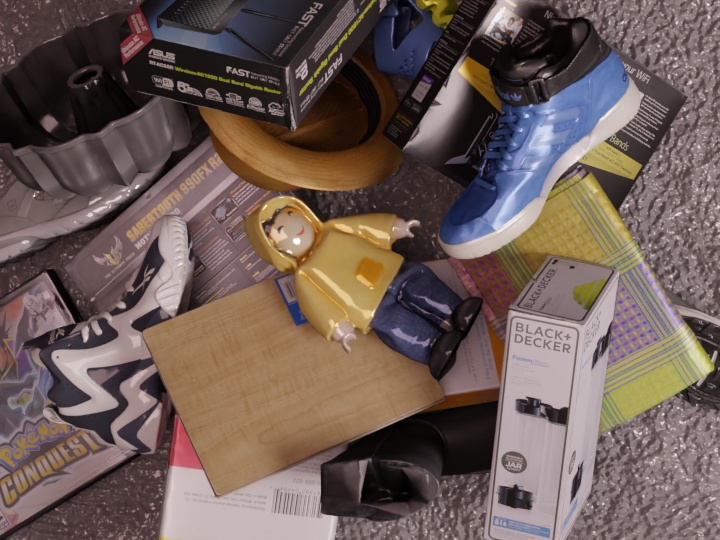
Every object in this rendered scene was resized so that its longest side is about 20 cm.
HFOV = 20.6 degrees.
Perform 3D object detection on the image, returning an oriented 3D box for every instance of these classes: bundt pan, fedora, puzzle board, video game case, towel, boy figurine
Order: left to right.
[{"bbox_3d":[-0.308,0.127,1.735,0.200,0.025,0.181,-32,85,10],"label":"video game case"},{"bbox_3d":[-0.214,-0.132,1.642,0.201,0.202,0.076,-15,126,11],"label":"bundt pan"},{"bbox_3d":[-0.059,-0.124,1.627,0.201,0.200,0.082,47,135,6],"label":"fedora"},{"bbox_3d":[-0.053,0.077,1.576,0.199,0.017,0.151,-22,69,-13],"label":"puzzle board"},{"bbox_3d":[0.000,0.000,1.570,0.200,0.064,0.125,33,71,7],"label":"boy figurine"},{"bbox_3d":[0.172,0.026,1.564,0.143,0.023,0.200,-31,97,28],"label":"towel"}]

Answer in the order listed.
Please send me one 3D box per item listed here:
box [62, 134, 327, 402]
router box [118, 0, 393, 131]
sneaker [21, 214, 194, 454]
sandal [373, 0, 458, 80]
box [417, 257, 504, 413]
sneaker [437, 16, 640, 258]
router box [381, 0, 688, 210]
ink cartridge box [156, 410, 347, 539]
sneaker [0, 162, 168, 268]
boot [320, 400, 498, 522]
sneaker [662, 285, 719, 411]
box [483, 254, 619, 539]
[{"bbox_3d":[-0.129,-0.007,1.686,0.200,0.048,0.159,-41,84,9],"label":"box"},{"bbox_3d":[-0.075,-0.205,1.552,0.149,0.200,0.062,15,137,21],"label":"router box"},{"bbox_3d":[-0.213,0.045,1.637,0.129,0.080,0.200,10,104,2],"label":"sneaker"},{"bbox_3d":[0.048,-0.190,1.639,0.087,0.079,0.200,-36,76,13],"label":"sandal"},{"bbox_3d":[0.022,0.059,1.618,0.199,0.042,0.119,-9,68,-5],"label":"box"},{"bbox_3d":[0.116,-0.108,1.499,0.200,0.077,0.111,-42,124,-6],"label":"sneaker"},{"bbox_3d":[0.140,-0.124,1.579,0.200,0.052,0.158,29,97,-27],"label":"router box"},{"bbox_3d":[-0.097,0.219,1.646,0.145,0.083,0.201,8,95,-7],"label":"ink cartridge box"},{"bbox_3d":[-0.261,-0.068,1.696,0.199,0.075,0.082,-22,89,11],"label":"sneaker"},{"bbox_3d":[0.061,0.147,1.576,0.164,0.200,0.066,-15,88,11],"label":"boot"},{"bbox_3d":[0.245,0.044,1.600,0.200,0.079,0.074,29,118,9],"label":"sneaker"},{"bbox_3d":[0.147,0.103,1.526,0.060,0.117,0.201,12,114,17],"label":"box"}]
